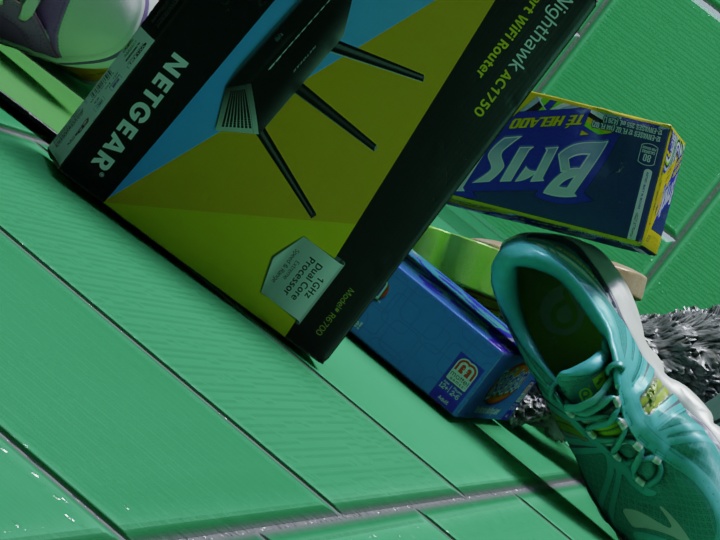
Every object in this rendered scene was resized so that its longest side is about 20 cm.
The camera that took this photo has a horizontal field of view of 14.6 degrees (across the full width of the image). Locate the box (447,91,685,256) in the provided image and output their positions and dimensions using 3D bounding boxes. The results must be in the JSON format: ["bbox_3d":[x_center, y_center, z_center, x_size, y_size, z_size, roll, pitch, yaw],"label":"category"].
[{"bbox_3d":[0.061,-0.063,1.441,0.199,0.065,0.070,14,-1,14],"label":"box"}]

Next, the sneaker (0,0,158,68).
[{"bbox_3d":[-0.197,-0.158,1.346,0.200,0.073,0.114,28,6,15],"label":"sneaker"}]

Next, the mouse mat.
[{"bbox_3d":[-0.162,-0.090,1.355,0.161,0.008,0.200,37,6,-8],"label":"mouse mat"}]

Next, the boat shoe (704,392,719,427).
[{"bbox_3d":[0.192,0.125,1.489,0.074,0.087,0.202,13,-23,-16],"label":"boat shoe"}]

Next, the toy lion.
[{"bbox_3d":[0.057,0.001,1.669,0.191,0.069,0.200,20,-3,-27],"label":"toy lion"}]

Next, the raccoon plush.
[{"bbox_3d":[0.166,0.039,1.550,0.134,0.200,0.097,22,45,-41],"label":"raccoon plush"}]

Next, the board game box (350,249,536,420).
[{"bbox_3d":[0.000,0.000,1.473,0.200,0.045,0.152,39,5,12],"label":"board game box"}]

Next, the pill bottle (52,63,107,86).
[{"bbox_3d":[-0.151,-0.167,1.535,0.111,0.111,0.200,42,6,40],"label":"pill bottle"}]

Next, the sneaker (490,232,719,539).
[{"bbox_3d":[0.122,0.070,1.400,0.201,0.077,0.080,57,15,13],"label":"sneaker"}]

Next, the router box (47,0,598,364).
[{"bbox_3d":[-0.017,-0.085,1.215,0.149,0.200,0.051,36,3,-18],"label":"router box"}]
